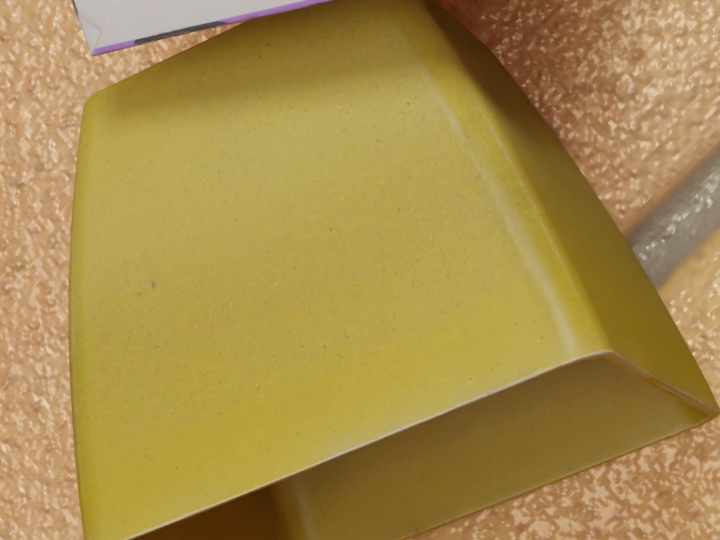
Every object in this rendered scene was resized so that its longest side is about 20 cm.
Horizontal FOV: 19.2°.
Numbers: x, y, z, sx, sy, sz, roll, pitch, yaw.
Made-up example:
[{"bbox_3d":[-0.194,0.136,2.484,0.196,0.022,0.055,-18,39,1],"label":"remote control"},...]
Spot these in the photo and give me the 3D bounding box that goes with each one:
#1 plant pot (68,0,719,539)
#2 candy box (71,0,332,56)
[{"bbox_3d":[0.000,0.000,0.824,0.200,0.200,0.177,-22,73,16],"label":"plant pot"},{"bbox_3d":[0.002,-0.157,0.791,0.168,0.200,0.072,-10,109,27],"label":"candy box"}]
